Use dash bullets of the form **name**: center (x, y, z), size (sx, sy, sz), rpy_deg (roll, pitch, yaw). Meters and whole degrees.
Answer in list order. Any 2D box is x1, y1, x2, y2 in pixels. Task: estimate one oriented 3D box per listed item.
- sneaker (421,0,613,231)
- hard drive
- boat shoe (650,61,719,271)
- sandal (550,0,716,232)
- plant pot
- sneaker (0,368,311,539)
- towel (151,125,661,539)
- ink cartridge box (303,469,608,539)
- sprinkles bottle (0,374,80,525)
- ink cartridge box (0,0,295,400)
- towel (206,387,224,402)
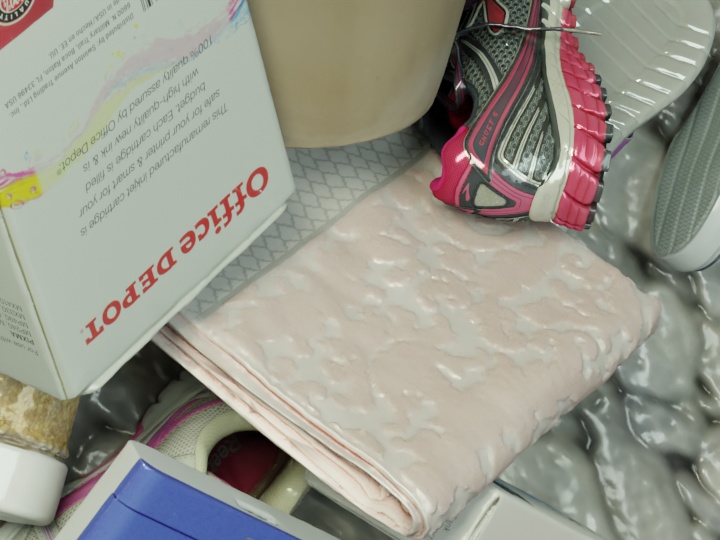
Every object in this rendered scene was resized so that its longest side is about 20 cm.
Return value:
- **sneaker**: center (0.058, -0.103, 1.248), size (0.074, 0.200, 0.081), rpy_deg (3, 131, -13)
- **hard drive**: center (-0.103, 0.176, 1.162), size (0.132, 0.025, 0.200), rpy_deg (29, 103, -36)
- **boat shoe**: center (0.211, -0.080, 1.386), size (0.067, 0.073, 0.201), rpy_deg (32, 73, -23)
- **sandal**: center (0.098, -0.077, 1.334), size (0.082, 0.050, 0.203), rpy_deg (35, 56, 9)
- **plant pot**: center (-0.026, -0.152, 1.152), size (0.199, 0.200, 0.174), rpy_deg (-15, 121, -30)
- **sneaker**: center (-0.088, 0.113, 1.199), size (0.081, 0.088, 0.200), rpy_deg (49, 67, -20)
- **towel**: center (0.009, 0.008, 1.184), size (0.191, 0.032, 0.200), rpy_deg (38, 43, 15)
- **ink cartridge box**: center (0.093, 0.137, 1.215), size (0.045, 0.176, 0.200), rpy_deg (-60, 144, 0)
- **sprinkles bottle**: center (-0.139, 0.005, 1.183), size (0.068, 0.068, 0.201), rpy_deg (19, 79, -29)
- **ink cartridge box**: center (-0.117, -0.075, 1.055), size (0.146, 0.083, 0.201), rpy_deg (-44, 138, -33)
- **towel**: center (0.000, 0.000, 1.250), size (0.199, 0.023, 0.144), rpy_deg (4, 53, -32)
